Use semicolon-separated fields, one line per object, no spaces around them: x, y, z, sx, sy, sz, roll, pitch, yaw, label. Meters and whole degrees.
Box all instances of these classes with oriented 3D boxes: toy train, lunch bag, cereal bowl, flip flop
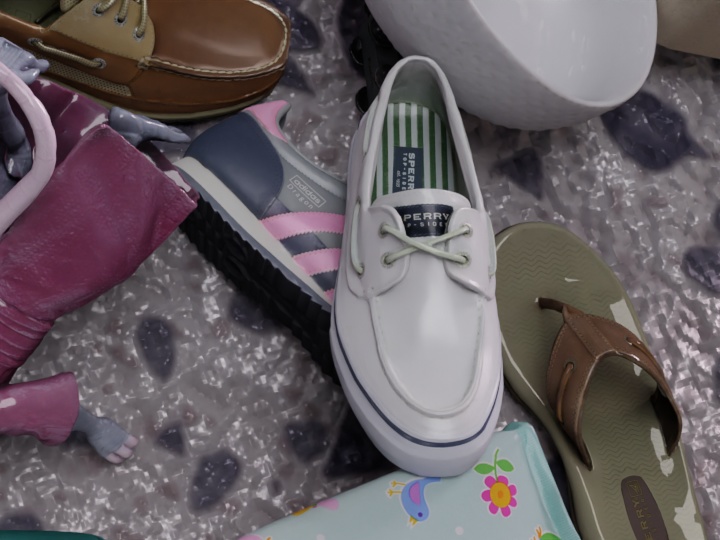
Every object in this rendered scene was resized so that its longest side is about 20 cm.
0.013;-0.168;1.008;0.045;0.034;0.202;3;68;-25;toy train
0.029;0.190;0.819;0.169;0.122;0.201;-18;78;-26;lunch bag
0.056;-0.158;0.959;0.199;0.083;0.202;26;53;-40;cereal bowl
0.117;0.065;0.927;0.080;0.058;0.201;-13;72;-19;flip flop

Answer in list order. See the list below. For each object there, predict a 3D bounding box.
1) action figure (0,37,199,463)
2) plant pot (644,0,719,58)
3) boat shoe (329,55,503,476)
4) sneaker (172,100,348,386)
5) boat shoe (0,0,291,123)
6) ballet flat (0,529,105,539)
-0.151;0.016;0.827;0.133;0.149;0.201;30;96;9;action figure
0.271;-0.226;1.003;0.198;0.177;0.202;8;66;-24;plant pot
0.021;-0.009;0.845;0.073;0.067;0.201;-2;50;-10;boat shoe
0.000;0.000;0.916;0.200;0.070;0.082;45;66;4;sneaker
-0.130;-0.123;0.929;0.198;0.074;0.076;7;66;-12;boat shoe
-0.204;0.135;0.818;0.198;0.070;0.070;6;67;-8;ballet flat
